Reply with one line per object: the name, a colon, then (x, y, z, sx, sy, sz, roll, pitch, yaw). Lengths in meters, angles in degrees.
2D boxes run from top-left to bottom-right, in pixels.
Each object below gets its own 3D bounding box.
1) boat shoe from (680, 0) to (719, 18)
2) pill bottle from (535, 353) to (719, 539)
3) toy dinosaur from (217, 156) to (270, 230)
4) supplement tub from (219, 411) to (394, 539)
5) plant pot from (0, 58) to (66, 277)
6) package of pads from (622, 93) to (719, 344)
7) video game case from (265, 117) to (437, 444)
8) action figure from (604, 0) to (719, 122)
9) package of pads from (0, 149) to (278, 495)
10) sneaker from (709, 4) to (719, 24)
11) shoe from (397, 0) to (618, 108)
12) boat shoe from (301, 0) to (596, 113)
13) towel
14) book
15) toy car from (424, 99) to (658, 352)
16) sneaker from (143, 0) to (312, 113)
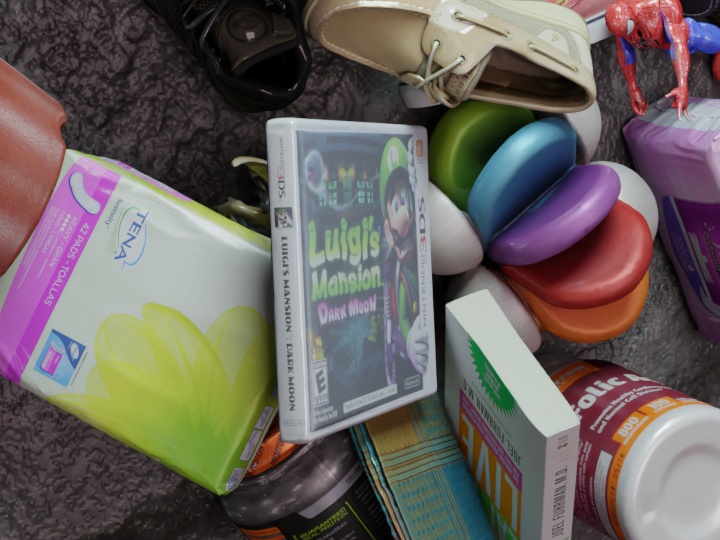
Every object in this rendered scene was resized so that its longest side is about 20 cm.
boat shoe: (0.203, -0.240, 1.026, 0.200, 0.072, 0.065, 53, 50, -46)
pill bottle: (0.183, 0.129, 1.059, 0.114, 0.200, 0.115, -5, 102, -24)
toy dinosaur: (-0.041, -0.047, 0.970, 0.200, 0.101, 0.058, 37, 66, -45)
supplement tub: (-0.016, 0.167, 1.021, 0.122, 0.122, 0.200, -40, 114, -12)
plant pot: (-0.285, -0.080, 0.824, 0.195, 0.201, 0.201, 33, 86, -34)
package of pads: (0.285, -0.035, 1.115, 0.075, 0.120, 0.201, -31, 110, -15)
video game case: (0.000, 0.000, 0.906, 0.200, 0.023, 0.183, -9, 97, -65)
action figure: (0.233, -0.142, 1.056, 0.200, 0.065, 0.100, 8, 82, -48)
package of pads: (-0.131, 0.027, 0.926, 0.199, 0.068, 0.155, 28, 89, 7)
sneaker: (0.268, -0.263, 1.092, 0.200, 0.070, 0.076, 45, 60, -34)
shoe: (0.102, -0.187, 1.035, 0.199, 0.071, 0.091, -26, 108, -23)
boat shoe: (0.061, -0.142, 0.940, 0.199, 0.072, 0.065, 8, 54, -21)
towel: (0.028, 0.111, 0.994, 0.022, 0.147, 0.201, -27, 77, 21)
book: (0.106, 0.129, 1.018, 0.048, 0.134, 0.201, -19, 135, -15)
toy car: (0.131, -0.034, 1.030, 0.175, 0.150, 0.200, -41, 113, -11)
sneaker: (-0.099, -0.181, 0.920, 0.076, 0.114, 0.200, -42, 109, -11)
